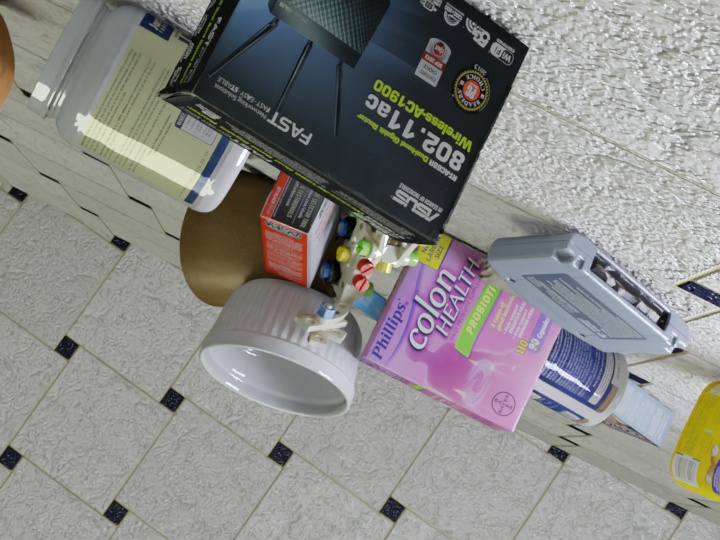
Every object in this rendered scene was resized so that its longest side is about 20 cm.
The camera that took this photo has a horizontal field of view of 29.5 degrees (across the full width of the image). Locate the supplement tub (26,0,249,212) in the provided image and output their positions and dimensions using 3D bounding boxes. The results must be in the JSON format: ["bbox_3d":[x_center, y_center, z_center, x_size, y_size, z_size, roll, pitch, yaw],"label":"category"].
[{"bbox_3d":[-0.198,-0.160,1.298,0.199,0.145,0.145,28,172,-12],"label":"supplement tub"}]

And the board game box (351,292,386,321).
[{"bbox_3d":[-0.068,0.021,2.431,0.200,0.040,0.153,20,170,39],"label":"board game box"}]

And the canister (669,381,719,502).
[{"bbox_3d":[0.467,0.214,1.589,0.086,0.149,0.200,30,174,-27],"label":"canister"}]

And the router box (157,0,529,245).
[{"bbox_3d":[-0.007,-0.127,0.876,0.200,0.150,0.062,30,171,-25],"label":"router box"}]

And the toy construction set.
[{"bbox_3d":[0.000,0.000,1.595,0.092,0.200,0.131,24,-158,-31],"label":"toy construction set"}]

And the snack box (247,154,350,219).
[{"bbox_3d":[-0.044,-0.095,1.664,0.200,0.024,0.072,30,170,-22],"label":"snack box"}]

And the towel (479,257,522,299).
[{"bbox_3d":[0.232,0.029,1.549,0.199,0.035,0.133,25,173,-2],"label":"towel"}]

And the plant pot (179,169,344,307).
[{"bbox_3d":[-0.101,-0.028,1.774,0.199,0.187,0.186,11,165,37],"label":"plant pot"}]

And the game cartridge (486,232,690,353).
[{"bbox_3d":[0.229,0.024,1.402,0.200,0.042,0.133,36,162,-30],"label":"game cartridge"}]

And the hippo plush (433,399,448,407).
[{"bbox_3d":[0.157,0.118,1.892,0.199,0.161,0.159,25,172,5],"label":"hippo plush"}]

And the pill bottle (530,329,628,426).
[{"bbox_3d":[0.241,0.113,1.778,0.200,0.111,0.111,30,171,-21],"label":"pill bottle"}]

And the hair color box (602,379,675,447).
[{"bbox_3d":[0.376,0.193,2.044,0.099,0.061,0.200,18,168,45],"label":"hair color box"}]

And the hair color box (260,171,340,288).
[{"bbox_3d":[-0.066,-0.061,1.565,0.061,0.102,0.200,23,162,4],"label":"hair color box"}]

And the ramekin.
[{"bbox_3d":[-0.092,0.094,1.710,0.199,0.105,0.200,16,155,8],"label":"ramekin"}]

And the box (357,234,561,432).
[{"bbox_3d":[0.126,0.072,1.650,0.199,0.176,0.097,27,172,-1],"label":"box"}]

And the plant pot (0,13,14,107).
[{"bbox_3d":[-0.480,-0.256,1.481,0.199,0.201,0.140,26,156,0],"label":"plant pot"}]
